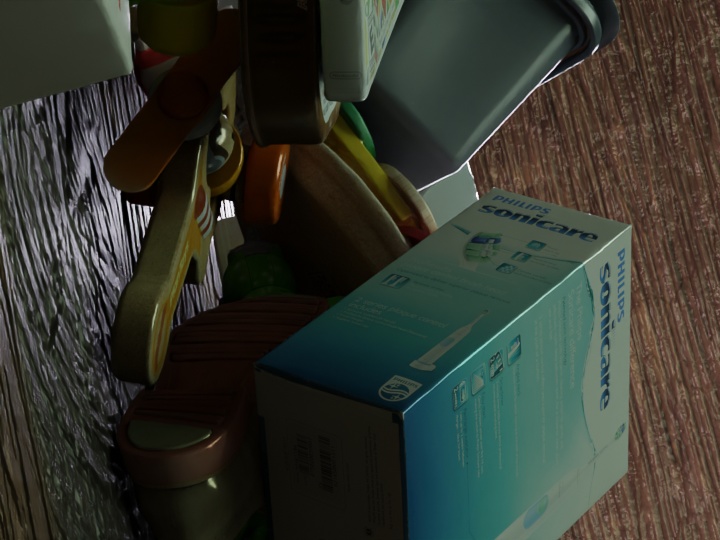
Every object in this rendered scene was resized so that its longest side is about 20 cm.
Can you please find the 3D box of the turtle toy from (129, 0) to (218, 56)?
[{"bbox_3d":[-0.111,-0.171,1.005,0.200,0.100,0.146,-92,-174,-55],"label":"turtle toy"}]

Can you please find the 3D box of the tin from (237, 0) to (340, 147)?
[{"bbox_3d":[-0.031,-0.156,1.031,0.112,0.042,0.201,-79,168,-75],"label":"tin"}]

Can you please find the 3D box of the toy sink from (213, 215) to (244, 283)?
[{"bbox_3d":[-0.011,0.067,1.418,0.130,0.111,0.201,60,18,-71],"label":"toy sink"}]

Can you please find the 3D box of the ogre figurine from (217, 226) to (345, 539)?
[{"bbox_3d":[-0.042,0.063,1.203,0.120,0.097,0.201,87,7,-45],"label":"ogre figurine"}]

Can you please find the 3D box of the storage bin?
[{"bbox_3d":[0.022,-0.116,1.257,0.146,0.134,0.200,45,-27,-11],"label":"storage bin"}]

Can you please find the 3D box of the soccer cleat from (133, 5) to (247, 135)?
[{"bbox_3d":[-0.086,-0.099,1.305,0.200,0.068,0.086,17,55,-89],"label":"soccer cleat"}]

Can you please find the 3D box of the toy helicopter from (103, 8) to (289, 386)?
[{"bbox_3d":[-0.084,-0.033,1.064,0.133,0.078,0.201,96,4,-46],"label":"toy helicopter"}]

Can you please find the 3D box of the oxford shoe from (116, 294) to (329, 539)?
[{"bbox_3d":[-0.061,0.070,1.067,0.200,0.070,0.074,-51,136,-59],"label":"oxford shoe"}]

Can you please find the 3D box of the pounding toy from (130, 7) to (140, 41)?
[{"bbox_3d":[-0.112,-0.263,1.178,0.184,0.141,0.201,-125,-164,-52],"label":"pounding toy"}]

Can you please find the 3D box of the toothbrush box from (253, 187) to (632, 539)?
[{"bbox_3d":[0.045,0.071,1.068,0.200,0.085,0.147,-36,133,-43],"label":"toothbrush box"}]

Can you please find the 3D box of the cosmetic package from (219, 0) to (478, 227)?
[{"bbox_3d":[-0.017,-0.091,1.460,0.200,0.052,0.151,35,-8,18],"label":"cosmetic package"}]

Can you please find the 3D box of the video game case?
[{"bbox_3d":[0.001,-0.194,1.051,0.200,0.023,0.183,-71,160,-68],"label":"video game case"}]

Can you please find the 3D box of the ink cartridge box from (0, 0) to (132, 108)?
[{"bbox_3d":[-0.144,-0.173,0.761,0.201,0.082,0.147,71,7,-46],"label":"ink cartridge box"}]

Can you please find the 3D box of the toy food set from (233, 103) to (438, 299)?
[{"bbox_3d":[0.000,0.000,1.219,0.200,0.049,0.198,55,-20,8],"label":"toy food set"}]
